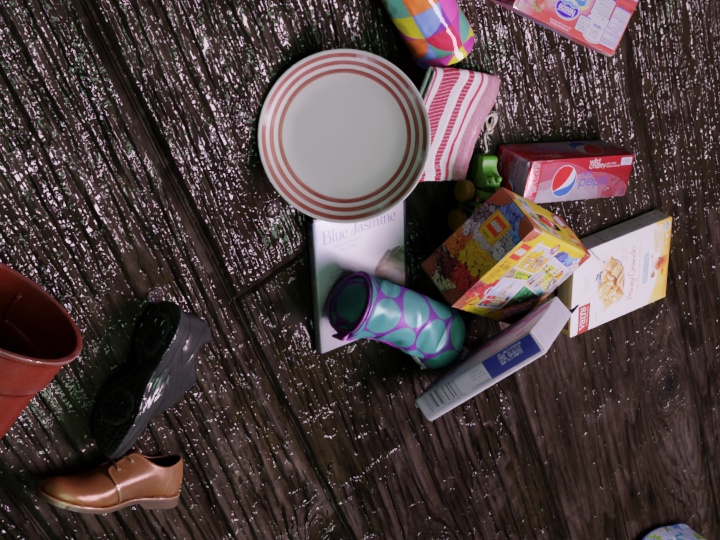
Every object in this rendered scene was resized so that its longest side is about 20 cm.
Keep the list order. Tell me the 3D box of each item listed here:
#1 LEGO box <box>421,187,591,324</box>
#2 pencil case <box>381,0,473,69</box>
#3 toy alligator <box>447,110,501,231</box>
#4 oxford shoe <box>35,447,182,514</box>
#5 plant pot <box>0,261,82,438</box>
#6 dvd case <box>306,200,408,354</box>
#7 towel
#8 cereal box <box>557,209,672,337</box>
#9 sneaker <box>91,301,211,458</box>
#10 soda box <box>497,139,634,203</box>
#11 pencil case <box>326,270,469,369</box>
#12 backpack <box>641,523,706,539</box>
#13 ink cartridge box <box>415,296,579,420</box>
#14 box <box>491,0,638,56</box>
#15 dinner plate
[{"bbox_3d":[0.195,-0.014,1.602,0.149,0.077,0.200,-44,152,17],"label":"LEGO box"},{"bbox_3d":[0.060,-0.321,1.397,0.088,0.088,0.200,-44,134,-9],"label":"pencil case"},{"bbox_3d":[0.163,-0.108,1.605,0.059,0.054,0.201,-4,115,-36],"label":"toy alligator"},{"bbox_3d":[-0.294,0.244,1.444,0.200,0.071,0.072,4,106,-50],"label":"oxford shoe"},{"bbox_3d":[-0.413,0.105,1.204,0.200,0.201,0.196,24,106,-42],"label":"plant pot"},{"bbox_3d":[0.000,0.000,1.564,0.142,0.018,0.201,-20,124,-27],"label":"dvd case"},{"bbox_3d":[0.107,-0.176,1.492,0.200,0.023,0.145,-10,123,-62],"label":"towel"},{"bbox_3d":[0.383,0.004,1.841,0.199,0.039,0.145,-21,125,-27],"label":"cereal box"},{"bbox_3d":[-0.238,0.136,1.424,0.091,0.076,0.200,24,102,-51],"label":"sneaker"},{"bbox_3d":[0.277,-0.136,1.664,0.199,0.070,0.064,-6,118,-35],"label":"soda box"},{"bbox_3d":[0.049,0.068,1.569,0.200,0.085,0.093,23,85,-42],"label":"pencil case"},{"bbox_3d":[0.578,0.576,2.225,0.182,0.147,0.201,-4,113,-38],"label":"backpack"},{"bbox_3d":[0.187,0.110,1.646,0.196,0.043,0.200,-35,-178,27],"label":"ink cartridge box"},{"bbox_3d":[0.244,-0.351,1.507,0.199,0.095,0.103,13,105,-40],"label":"box"},{"bbox_3d":[-0.019,-0.154,1.403,0.199,0.024,0.201,1,102,3],"label":"dinner plate"}]
